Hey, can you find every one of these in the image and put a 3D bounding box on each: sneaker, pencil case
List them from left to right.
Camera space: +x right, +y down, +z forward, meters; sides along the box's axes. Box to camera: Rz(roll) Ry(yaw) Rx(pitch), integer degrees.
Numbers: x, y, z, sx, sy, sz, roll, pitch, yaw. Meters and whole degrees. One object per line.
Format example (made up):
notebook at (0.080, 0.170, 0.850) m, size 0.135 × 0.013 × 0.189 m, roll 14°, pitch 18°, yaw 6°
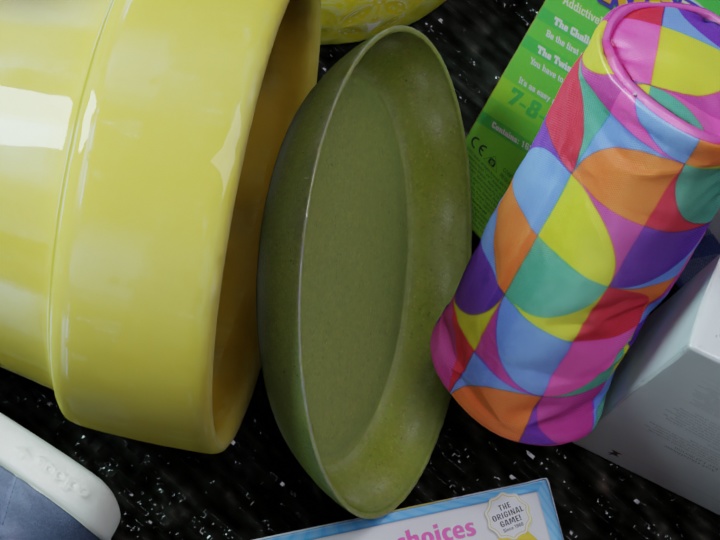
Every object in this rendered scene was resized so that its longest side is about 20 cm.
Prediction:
sneaker at (-0.197, 0.074, 1.125) m, size 0.199 × 0.075 × 0.085 m, roll 33°, pitch 78°, yaw 4°
pencil case at (0.100, -0.017, 1.140) m, size 0.088 × 0.200 × 0.089 m, roll 16°, pitch 43°, yaw -16°

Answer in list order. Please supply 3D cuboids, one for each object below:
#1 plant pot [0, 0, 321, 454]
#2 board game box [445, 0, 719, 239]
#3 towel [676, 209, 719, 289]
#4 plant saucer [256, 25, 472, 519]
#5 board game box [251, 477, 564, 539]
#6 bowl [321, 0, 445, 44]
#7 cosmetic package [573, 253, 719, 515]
plant pot at (-0.126, -0.041, 1.127) m, size 0.188 × 0.201 × 0.202 m, roll 10°, pitch 68°, yaw 5°
board game box at (0.108, -0.072, 1.183) m, size 0.030 × 0.200 × 0.096 m, roll -26°, pitch 65°, yaw -42°
towel at (0.206, -0.005, 1.173) m, size 0.024 × 0.200 × 0.147 m, roll -43°, pitch 106°, yaw -32°
plant saucer at (0.000, 0.000, 1.156) m, size 0.031 × 0.200 × 0.201 m, roll 4°, pitch 67°, yaw 20°
board game box at (0.000, 0.172, 1.164) m, size 0.199 × 0.034 × 0.135 m, roll -10°, pitch 75°, yaw -18°
bowl at (-0.016, -0.213, 1.252) m, size 0.199 × 0.108 × 0.201 m, roll 5°, pitch 70°, yaw -13°
cosmetic package at (0.205, 0.076, 1.191) m, size 0.199 × 0.151 × 0.052 m, roll 26°, pitch 65°, yaw -6°
